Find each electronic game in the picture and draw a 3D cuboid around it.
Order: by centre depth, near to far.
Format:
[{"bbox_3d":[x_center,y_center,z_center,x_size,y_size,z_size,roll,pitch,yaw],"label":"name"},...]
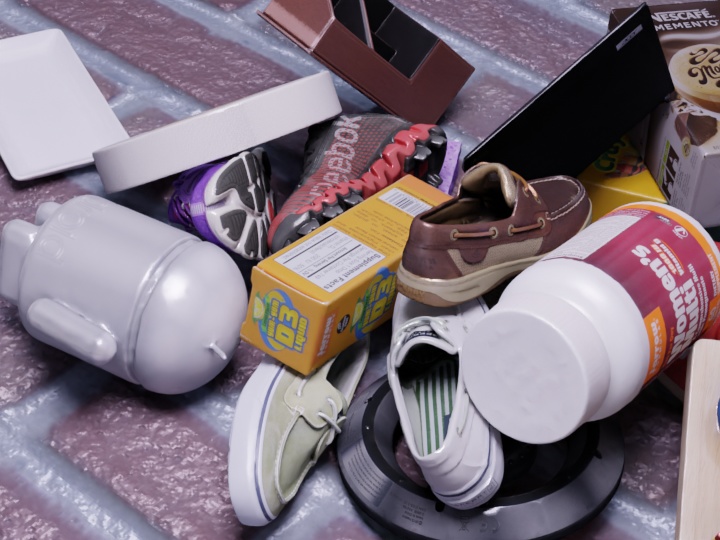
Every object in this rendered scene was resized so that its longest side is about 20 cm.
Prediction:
[{"bbox_3d":[0.082,0.121,1.112,0.199,0.042,0.200,-1,35,1],"label":"electronic game"}]

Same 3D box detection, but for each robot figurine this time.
[{"bbox_3d":[-0.165,0.018,1.155,0.199,0.114,0.170,22,33,18],"label":"robot figurine"}]

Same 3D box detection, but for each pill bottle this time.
[{"bbox_3d":[0.156,0.033,1.066,0.109,0.110,0.200,27,33,24],"label":"pill bottle"}]

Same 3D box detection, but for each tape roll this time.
[{"bbox_3d":[-0.114,-0.110,1.275,0.202,0.037,0.203,-18,8,3],"label":"tape roll"}]

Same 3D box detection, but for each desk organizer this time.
[{"bbox_3d":[0.010,-0.189,1.340,0.072,0.200,0.077,41,97,34],"label":"desk organizer"}]

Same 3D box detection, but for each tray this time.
[{"bbox_3d":[-0.278,-0.141,1.394,0.107,0.022,0.200,-17,46,-21],"label":"tray"}]

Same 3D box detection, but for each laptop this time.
[{"bbox_3d":[0.140,-0.122,1.240,0.177,0.103,0.200,-40,21,-1],"label":"laptop"}]

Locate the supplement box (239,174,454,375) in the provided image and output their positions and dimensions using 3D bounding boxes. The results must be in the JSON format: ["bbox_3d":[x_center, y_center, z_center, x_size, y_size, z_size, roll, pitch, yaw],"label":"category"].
[{"bbox_3d":[0.000,0.000,1.155,0.069,0.067,0.200,31,37,24],"label":"supplement box"}]

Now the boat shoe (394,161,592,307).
[{"bbox_3d":[0.098,-0.040,1.125,0.072,0.072,0.199,23,33,38],"label":"boat shoe"}]

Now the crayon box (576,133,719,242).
[{"bbox_3d":[0.253,-0.077,1.345,0.199,0.051,0.127,13,43,11],"label":"crayon box"}]

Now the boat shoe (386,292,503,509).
[{"bbox_3d":[0.054,0.060,1.068,0.073,0.067,0.201,-28,43,14],"label":"boat shoe"}]

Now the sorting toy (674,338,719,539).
[{"bbox_3d":[0.306,0.143,1.025,0.197,0.070,0.201,7,68,4],"label":"sorting toy"}]

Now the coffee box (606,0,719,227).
[{"bbox_3d":[0.282,-0.131,1.309,0.112,0.080,0.201,-8,43,-13],"label":"coffee box"}]

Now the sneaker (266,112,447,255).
[{"bbox_3d":[-0.019,-0.066,1.250,0.098,0.071,0.200,27,44,23],"label":"sneaker"}]

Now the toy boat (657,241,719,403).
[{"bbox_3d":[0.291,0.041,1.153,0.130,0.131,0.200,-24,49,-29],"label":"toy boat"}]

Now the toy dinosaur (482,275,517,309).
[{"bbox_3d":[0.120,0.002,1.205,0.102,0.077,0.200,18,30,27],"label":"toy dinosaur"}]

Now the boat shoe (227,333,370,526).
[{"bbox_3d":[-0.041,0.093,1.107,0.062,0.072,0.200,-3,37,17],"label":"boat shoe"}]

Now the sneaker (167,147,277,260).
[{"bbox_3d":[-0.110,-0.046,1.233,0.083,0.081,0.200,-11,6,2],"label":"sneaker"}]

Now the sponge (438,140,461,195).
[{"bbox_3d":[0.012,-0.045,1.305,0.111,0.030,0.201,10,42,7],"label":"sponge"}]
